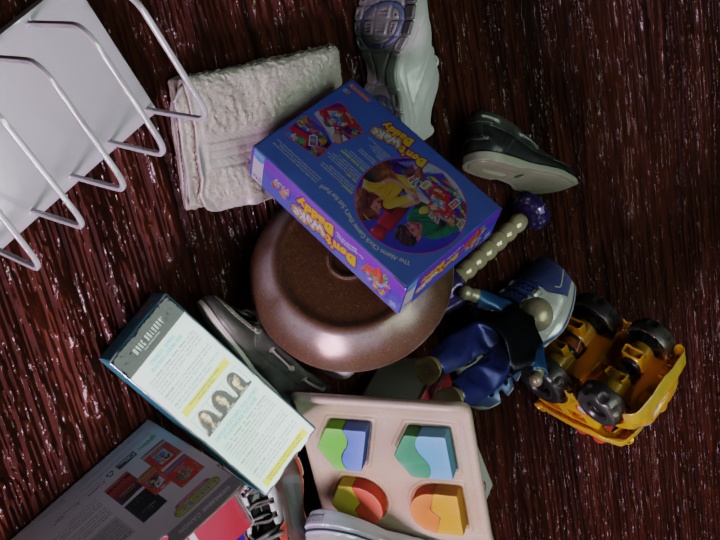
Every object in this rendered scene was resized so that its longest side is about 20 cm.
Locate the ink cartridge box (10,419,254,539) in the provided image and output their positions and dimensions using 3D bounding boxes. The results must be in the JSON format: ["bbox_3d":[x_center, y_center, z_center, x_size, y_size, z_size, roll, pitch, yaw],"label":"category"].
[{"bbox_3d":[-0.203,0.250,1.012,0.200,0.175,0.084,-41,124,-24],"label":"ink cartridge box"}]

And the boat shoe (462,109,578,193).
[{"bbox_3d":[0.190,-0.133,1.323,0.199,0.071,0.068,14,67,-47],"label":"boat shoe"}]

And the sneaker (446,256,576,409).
[{"bbox_3d":[0.168,0.055,1.343,0.200,0.080,0.115,-52,131,-15],"label":"sneaker"}]

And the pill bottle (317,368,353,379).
[{"bbox_3d":[0.000,0.000,1.163,0.201,0.112,0.113,-53,129,-17],"label":"pill bottle"}]

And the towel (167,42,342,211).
[{"bbox_3d":[-0.091,-0.138,1.101,0.199,0.034,0.134,-21,115,-35],"label":"towel"}]

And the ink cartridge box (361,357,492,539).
[{"bbox_3d":[0.063,0.219,1.265,0.145,0.083,0.201,-57,135,-44],"label":"ink cartridge box"}]

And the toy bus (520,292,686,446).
[{"bbox_3d":[0.302,0.149,1.413,0.136,0.199,0.193,-44,133,-22],"label":"toy bus"}]

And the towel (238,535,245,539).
[{"bbox_3d":[-0.190,0.323,1.127,0.200,0.049,0.149,-40,123,-26],"label":"towel"}]

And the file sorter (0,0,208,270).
[{"bbox_3d":[-0.245,-0.117,0.915,0.200,0.124,0.139,-46,126,-21],"label":"file sorter"}]

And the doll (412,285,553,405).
[{"bbox_3d":[0.146,0.077,1.250,0.199,0.048,0.137,-28,78,-38],"label":"doll"}]

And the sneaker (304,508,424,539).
[{"bbox_3d":[0.024,0.307,1.173,0.198,0.073,0.072,23,63,-23],"label":"sneaker"}]

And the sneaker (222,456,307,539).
[{"bbox_3d":[-0.089,0.241,1.146,0.076,0.082,0.202,-19,109,8],"label":"sneaker"}]

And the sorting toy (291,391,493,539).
[{"bbox_3d":[0.032,0.204,1.142,0.037,0.183,0.202,-63,147,-48],"label":"sorting toy"}]

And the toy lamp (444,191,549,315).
[{"bbox_3d":[0.138,-0.016,1.316,0.200,0.058,0.059,-43,125,-27],"label":"toy lamp"}]

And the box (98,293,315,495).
[{"bbox_3d":[-0.142,0.117,1.073,0.200,0.049,0.083,44,72,-18],"label":"box"}]

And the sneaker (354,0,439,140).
[{"bbox_3d":[0.044,-0.221,1.183,0.087,0.074,0.202,-20,121,-48],"label":"sneaker"}]

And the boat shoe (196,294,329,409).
[{"bbox_3d":[-0.094,0.078,1.132,0.057,0.067,0.201,-43,132,-11],"label":"boat shoe"}]

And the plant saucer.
[{"bbox_3d":[-0.010,-0.005,1.085,0.201,0.199,0.037,-53,164,-17],"label":"plant saucer"}]

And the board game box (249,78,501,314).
[{"bbox_3d":[0.012,-0.074,1.063,0.134,0.200,0.045,-38,161,-28],"label":"board game box"}]
